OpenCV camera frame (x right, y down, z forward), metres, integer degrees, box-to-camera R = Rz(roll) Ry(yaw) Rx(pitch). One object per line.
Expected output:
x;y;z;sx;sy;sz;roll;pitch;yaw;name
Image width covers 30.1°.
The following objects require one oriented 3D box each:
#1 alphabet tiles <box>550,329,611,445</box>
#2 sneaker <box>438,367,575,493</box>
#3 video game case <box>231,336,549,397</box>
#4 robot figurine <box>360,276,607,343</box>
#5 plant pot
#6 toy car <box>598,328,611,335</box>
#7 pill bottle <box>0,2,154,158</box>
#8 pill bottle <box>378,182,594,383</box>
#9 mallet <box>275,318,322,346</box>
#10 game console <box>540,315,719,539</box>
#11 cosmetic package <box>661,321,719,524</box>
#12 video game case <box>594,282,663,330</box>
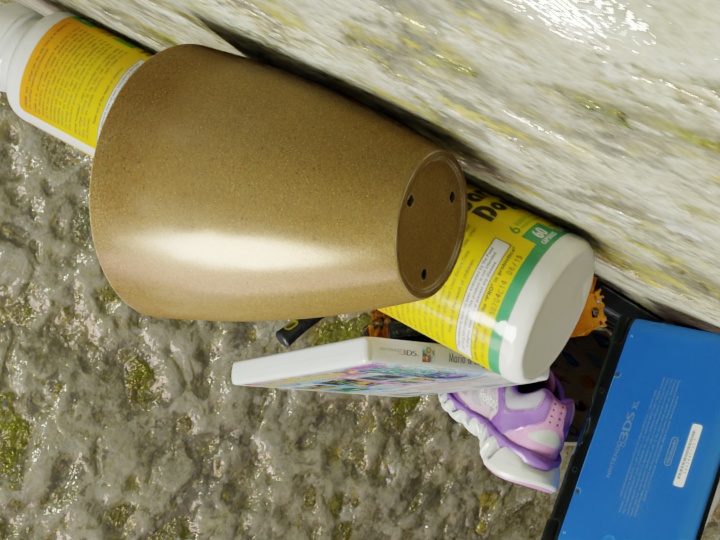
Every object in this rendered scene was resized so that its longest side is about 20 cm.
0.206;0.097;1.276;0.166;0.008;0.200;5;-146;-32;alphabet tiles
0.131;0.111;1.149;0.080;0.089;0.200;18;-169;-19;sneaker
0.021;0.081;1.089;0.181;0.024;0.199;8;167;-34;video game case
0.096;0.042;1.130;0.198;0.059;0.145;-2;169;-14;robot figurine
-0.040;-0.043;0.863;0.199;0.188;0.186;12;170;31;plant pot
0.234;0.123;1.581;0.199;0.178;0.184;16;-171;0;toy car
-0.259;-0.174;1.254;0.199;0.112;0.111;28;179;14;pill bottle
0.058;-0.011;0.965;0.199;0.113;0.113;28;179;25;pill bottle
0.000;0.000;1.210;0.066;0.199;0.041;39;157;51;mallet
0.225;0.152;1.073;0.170;0.201;0.118;11;162;38;game console
0.258;0.152;1.126;0.071;0.201;0.101;28;179;-17;cosmetic package
0.222;0.033;1.262;0.142;0.019;0.200;29;179;-24;video game case
